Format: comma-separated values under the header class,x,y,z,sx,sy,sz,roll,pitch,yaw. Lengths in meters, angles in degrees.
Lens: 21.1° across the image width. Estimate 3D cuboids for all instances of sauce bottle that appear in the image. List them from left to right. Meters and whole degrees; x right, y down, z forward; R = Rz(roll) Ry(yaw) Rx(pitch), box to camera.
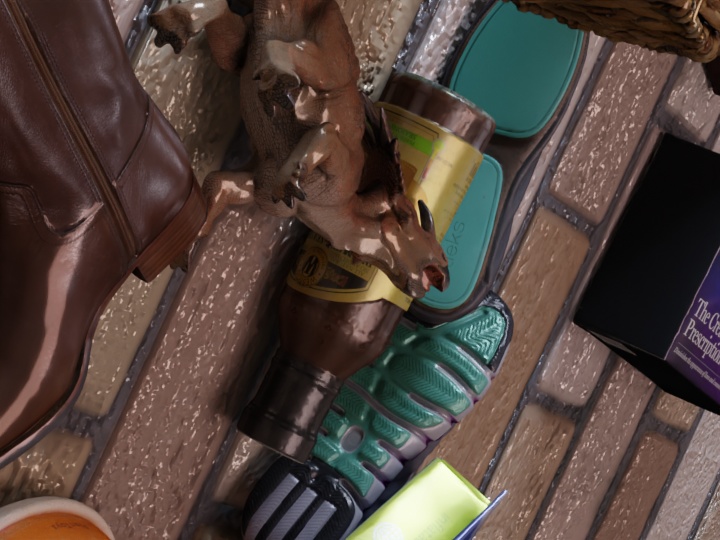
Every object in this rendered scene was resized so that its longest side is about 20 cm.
class,x,y,z,sx,sy,sz,roll,pitch,yaw
sauce bottle,0.000,0.000,0.975,0.065,0.064,0.201,32,83,-58

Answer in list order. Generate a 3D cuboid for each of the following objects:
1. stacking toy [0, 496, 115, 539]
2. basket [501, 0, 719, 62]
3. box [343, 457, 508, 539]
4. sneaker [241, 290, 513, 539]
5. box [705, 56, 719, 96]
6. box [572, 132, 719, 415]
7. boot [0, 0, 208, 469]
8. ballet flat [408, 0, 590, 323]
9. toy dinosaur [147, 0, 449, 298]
class,x,y,z,sx,sy,sz,roll,pitch,yaw
stacking toy,-0.101,0.200,0.834,0.146,0.199,0.147,-33,136,-39
basket,0.103,-0.199,0.862,0.150,0.199,0.143,-61,147,-6
box,-0.001,0.184,1.044,0.122,0.048,0.201,-39,165,-36
sneaker,0.007,0.092,1.065,0.200,0.074,0.088,-45,162,-19
box,0.262,-0.178,1.210,0.075,0.100,0.200,-55,146,-15
box,0.240,0.011,1.329,0.200,0.078,0.142,32,82,-58
boot,-0.149,-0.037,0.735,0.187,0.064,0.201,-54,146,-25
ballet flat,0.068,-0.066,1.040,0.073,0.073,0.202,31,79,-58
toy dinosaur,-0.023,-0.077,0.877,0.135,0.085,0.202,-31,122,-51
